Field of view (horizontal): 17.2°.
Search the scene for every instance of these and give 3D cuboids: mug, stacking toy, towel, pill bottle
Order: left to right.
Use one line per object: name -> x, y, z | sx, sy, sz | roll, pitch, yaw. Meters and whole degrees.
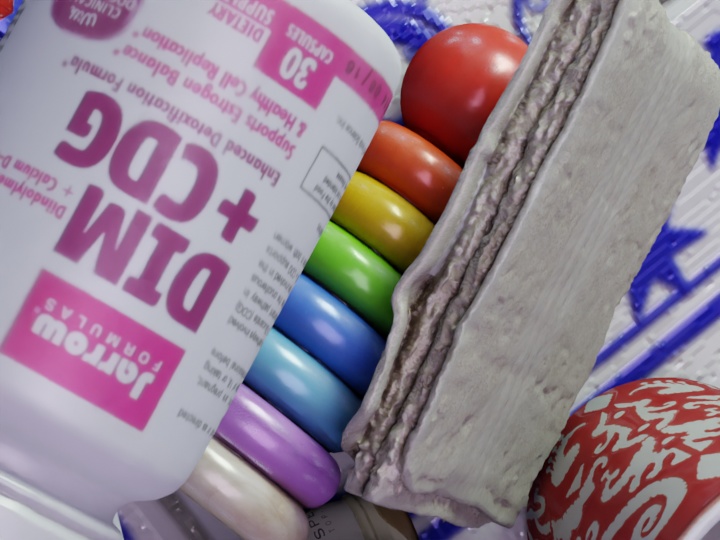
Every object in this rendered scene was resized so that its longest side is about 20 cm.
pill bottle -> -0.080, -0.002, 0.712 | 0.113, 0.113, 0.201 | 30, 83, -20
stacking toy -> 0.000, 0.000, 0.843 | 0.085, 0.085, 0.200 | 40, 83, -20
towel -> 0.063, -0.003, 0.843 | 0.034, 0.132, 0.201 | 27, 90, 25
mug -> 0.132, 0.129, 0.831 | 0.132, 0.200, 0.179 | -6, 99, -9

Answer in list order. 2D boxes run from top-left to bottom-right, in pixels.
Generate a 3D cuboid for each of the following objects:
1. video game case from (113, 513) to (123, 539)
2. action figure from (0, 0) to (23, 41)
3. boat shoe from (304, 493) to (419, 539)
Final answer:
video game case -> -0.149, 0.192, 0.799 | 0.181, 0.022, 0.202 | -14, 102, -13
action figure -> -0.104, -0.077, 0.792 | 0.199, 0.052, 0.066 | 29, 79, -3
boat shoe -> 0.005, 0.182, 0.884 | 0.066, 0.074, 0.202 | -15, 95, -9
